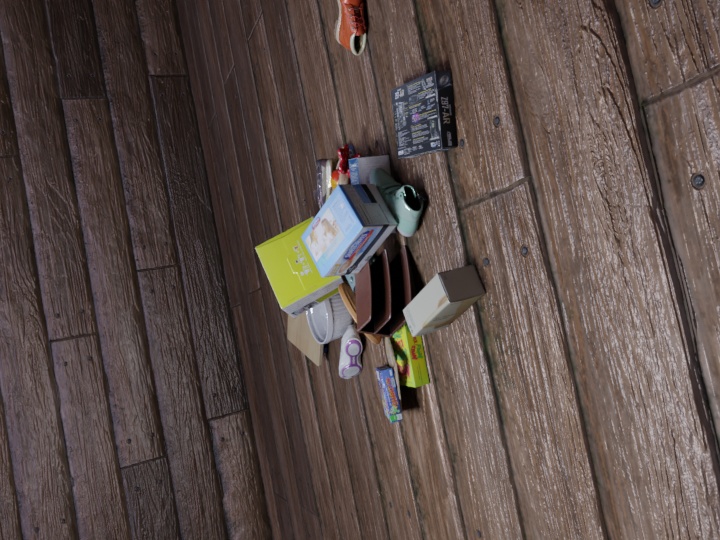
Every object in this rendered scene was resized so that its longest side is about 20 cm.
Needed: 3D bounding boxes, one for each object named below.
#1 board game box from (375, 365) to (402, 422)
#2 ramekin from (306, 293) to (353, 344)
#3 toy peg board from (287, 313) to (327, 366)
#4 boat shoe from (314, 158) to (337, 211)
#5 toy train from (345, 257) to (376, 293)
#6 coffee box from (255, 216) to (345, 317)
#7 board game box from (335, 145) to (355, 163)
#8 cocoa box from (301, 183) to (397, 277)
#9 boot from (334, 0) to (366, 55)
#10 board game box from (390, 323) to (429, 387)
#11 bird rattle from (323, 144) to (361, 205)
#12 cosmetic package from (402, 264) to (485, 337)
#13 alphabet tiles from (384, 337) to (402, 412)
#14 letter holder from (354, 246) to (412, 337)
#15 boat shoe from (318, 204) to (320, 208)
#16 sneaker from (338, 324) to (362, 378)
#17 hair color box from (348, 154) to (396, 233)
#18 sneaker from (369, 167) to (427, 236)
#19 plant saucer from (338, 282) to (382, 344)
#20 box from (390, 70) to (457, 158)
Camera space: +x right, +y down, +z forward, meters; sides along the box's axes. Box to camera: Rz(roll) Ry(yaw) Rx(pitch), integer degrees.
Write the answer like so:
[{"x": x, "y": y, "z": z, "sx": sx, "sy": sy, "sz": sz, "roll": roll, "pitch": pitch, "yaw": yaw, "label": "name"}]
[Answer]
[{"x": 0.077, "y": 0.337, "z": 1.663, "sx": 0.200, "sy": 0.033, "sz": 0.139, "roll": 113, "pitch": 146, "yaw": -83, "label": "board game box"}, {"x": -0.101, "y": 0.132, "z": 1.975, "sx": 0.200, "sy": 0.103, "sz": 0.206, "roll": 36, "pitch": 131, "yaw": 57, "label": "ramekin"}, {"x": -0.172, "y": 0.201, "z": 2.196, "sx": 0.198, "sy": 0.096, "sz": 0.205, "roll": 33, "pitch": 130, "yaw": 38, "label": "toy peg board"}, {"x": -0.105, "y": -0.232, "z": 1.791, "sx": 0.063, "sy": 0.072, "sz": 0.206, "roll": 9, "pitch": 107, "yaw": 22, "label": "boat shoe"}, {"x": 0.000, "y": 0.000, "z": 1.687, "sx": 0.086, "sy": 0.112, "sz": 0.202, "roll": -59, "pitch": 45, "yaw": 38, "label": "toy train"}, {"x": -0.171, "y": -0.005, "z": 1.795, "sx": 0.203, "sy": 0.196, "sz": 0.198, "roll": 63, "pitch": 179, "yaw": 12, "label": "coffee box"}, {"x": -0.033, "y": -0.245, "z": 1.777, "sx": 0.135, "sy": 0.034, "sz": 0.205, "roll": -41, "pitch": 61, "yaw": 62, "label": "board game box"}, {"x": -0.031, "y": -0.098, "z": 1.486, "sx": 0.201, "sy": 0.129, "sz": 0.135, "roll": -49, "pitch": 62, "yaw": 37, "label": "cocoa box"}, {"x": -0.013, "y": -0.664, "z": 1.553, "sx": 0.108, "sy": 0.073, "sz": 0.203, "roll": 57, "pitch": 155, "yaw": 35, "label": "boot"}, {"x": 0.121, "y": 0.198, "z": 1.584, "sx": 0.101, "sy": 0.046, "sz": 0.206, "roll": -12, "pitch": 88, "yaw": 65, "label": "board game box"}, {"x": -0.057, "y": -0.253, "z": 1.678, "sx": 0.164, "sy": 0.109, "sz": 0.206, "roll": -116, "pitch": 28, "yaw": -66, "label": "bird rattle"}, {"x": 0.183, "y": 0.071, "z": 1.344, "sx": 0.073, "sy": 0.103, "sz": 0.201, "roll": 68, "pitch": 154, "yaw": 20, "label": "cosmetic package"}, {"x": 0.085, "y": 0.252, "z": 1.632, "sx": 0.202, "sy": 0.007, "sz": 0.171, "roll": -104, "pitch": 5, "yaw": -57, "label": "alphabet tiles"}, {"x": 0.058, "y": 0.043, "z": 1.532, "sx": 0.142, "sy": 0.098, "sz": 0.205, "roll": 130, "pitch": 144, "yaw": -51, "label": "letter holder"}, {"x": -0.076, "y": -0.145, "z": 1.876, "sx": 0.070, "sy": 0.068, "sz": 0.205, "roll": -54, "pitch": -49, "yaw": -73, "label": "boat shoe"}, {"x": -0.029, "y": 0.264, "z": 1.932, "sx": 0.101, "sy": 0.073, "sz": 0.204, "roll": -100, "pitch": 17, "yaw": -50, "label": "sneaker"}, {"x": 0.031, "y": -0.195, "z": 1.579, "sx": 0.060, "sy": 0.098, "sz": 0.206, "roll": 8, "pitch": 106, "yaw": 62, "label": "hair color box"}, {"x": 0.094, "y": -0.197, "z": 1.470, "sx": 0.203, "sy": 0.072, "sz": 0.119, "roll": 59, "pitch": 155, "yaw": 21, "label": "sneaker"}, {"x": 0.007, "y": 0.115, "z": 1.706, "sx": 0.202, "sy": 0.037, "sz": 0.200, "roll": 55, "pitch": -173, "yaw": -9, "label": "plant saucer"}, {"x": 0.139, "y": -0.346, "z": 1.357, "sx": 0.199, "sy": 0.042, "sz": 0.165, "roll": 6, "pitch": 104, "yaw": 65, "label": "box"}]
